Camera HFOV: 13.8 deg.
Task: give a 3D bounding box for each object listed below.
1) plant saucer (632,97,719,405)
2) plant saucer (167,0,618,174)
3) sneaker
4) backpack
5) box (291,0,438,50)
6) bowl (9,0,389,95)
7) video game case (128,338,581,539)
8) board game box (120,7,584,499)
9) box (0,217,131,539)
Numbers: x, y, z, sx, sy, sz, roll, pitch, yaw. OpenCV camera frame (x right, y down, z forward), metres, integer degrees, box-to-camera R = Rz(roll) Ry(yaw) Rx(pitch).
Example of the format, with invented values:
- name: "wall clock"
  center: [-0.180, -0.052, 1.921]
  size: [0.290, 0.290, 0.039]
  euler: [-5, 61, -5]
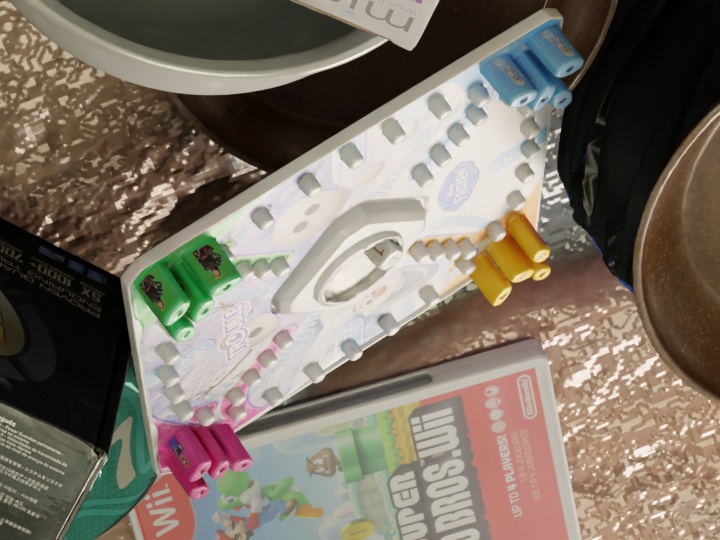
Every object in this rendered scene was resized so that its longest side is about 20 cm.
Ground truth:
- name: "plant saucer"
  center: [0.197, -0.025, 1.124]
  size: [0.200, 0.037, 0.200]
  euler: [-6, 130, -7]
- name: "plant saucer"
  center: [0.006, -0.128, 1.197]
  size: [0.200, 0.034, 0.200]
  euler: [-3, 118, -6]
- name: "sneaker"
  center: [-0.149, 0.115, 1.283]
  size: [0.078, 0.080, 0.200]
  euler: [39, 105, -15]
- name: "backpack"
  center: [0.188, -0.068, 1.211]
  size: [0.168, 0.163, 0.200]
  euler: [18, 114, -27]
- name: "box"
  center: [-0.037, -0.199, 1.016]
  size: [0.200, 0.177, 0.097]
  euler: [23, 152, -3]
- name: "bowl"
  center: [-0.061, -0.141, 1.086]
  size: [0.201, 0.201, 0.090]
  euler: [-2, 158, -13]
- name: "video game case"
  center: [-0.001, 0.117, 1.366]
  size: [0.200, 0.017, 0.143]
  euler: [-15, 124, -4]
- name: "board game box"
  center: [0.000, 0.000, 1.195]
  size: [0.200, 0.026, 0.200]
  euler: [-32, 159, -15]
- name: "box"
  center: [-0.196, 0.027, 1.145]
  size: [0.200, 0.164, 0.086]
  euler: [27, 110, -9]
